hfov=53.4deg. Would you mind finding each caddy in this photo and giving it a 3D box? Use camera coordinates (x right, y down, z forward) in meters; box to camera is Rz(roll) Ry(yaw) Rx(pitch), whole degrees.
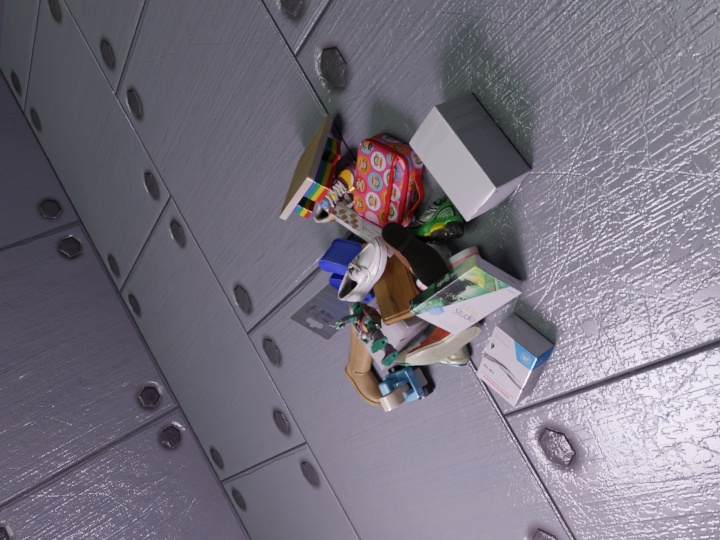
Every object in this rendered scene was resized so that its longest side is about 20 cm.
[{"bbox_3d":[-0.010,-0.009,1.818,0.198,0.105,0.142,17,147,44],"label":"caddy"}]

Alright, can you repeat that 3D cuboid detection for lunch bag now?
[{"bbox_3d":[0.070,-0.193,1.625,0.175,0.081,0.203,30,130,31],"label":"lunch bag"}]

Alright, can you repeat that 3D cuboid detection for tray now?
[{"bbox_3d":[0.074,0.016,1.679,0.097,0.037,0.203,-22,69,16],"label":"tray"}]

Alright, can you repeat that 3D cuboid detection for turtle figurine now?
[{"bbox_3d":[0.008,0.133,1.680,0.101,0.149,0.200,-54,44,8],"label":"turtle figurine"}]

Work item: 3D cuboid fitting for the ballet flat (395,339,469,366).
[{"bbox_3d":[0.171,0.194,1.724,0.197,0.067,0.064,-3,100,28],"label":"ballet flat"}]

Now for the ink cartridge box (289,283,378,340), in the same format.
[{"bbox_3d":[-0.060,0.103,1.862,0.160,0.200,0.051,23,147,41],"label":"ink cartridge box"}]

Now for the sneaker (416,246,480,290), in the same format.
[{"bbox_3d":[0.205,0.031,1.589,0.200,0.075,0.106,-34,78,50],"label":"sneaker"}]

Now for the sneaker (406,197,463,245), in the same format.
[{"bbox_3d":[0.167,-0.107,1.574,0.199,0.077,0.087,-14,64,61],"label":"sneaker"}]

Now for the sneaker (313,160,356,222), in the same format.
[{"bbox_3d":[-0.055,-0.186,1.772,0.075,0.089,0.201,50,142,18],"label":"sneaker"}]

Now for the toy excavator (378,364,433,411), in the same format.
[{"bbox_3d":[0.093,0.304,1.792,0.194,0.199,0.101,-31,87,54],"label":"toy excavator"}]

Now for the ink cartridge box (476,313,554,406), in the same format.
[{"bbox_3d":[0.327,0.209,1.553,0.116,0.066,0.202,39,137,29],"label":"ink cartridge box"}]

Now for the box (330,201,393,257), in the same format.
[{"bbox_3d":[0.009,-0.099,1.704,0.199,0.039,0.041,36,174,36],"label":"box"}]

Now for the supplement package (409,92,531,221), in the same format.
[{"bbox_3d":[0.212,-0.222,1.394,0.201,0.116,0.118,55,143,13],"label":"supplement package"}]

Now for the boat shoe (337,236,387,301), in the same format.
[{"bbox_3d":[0.000,0.000,1.653,0.201,0.065,0.073,-58,47,46],"label":"boat shoe"}]

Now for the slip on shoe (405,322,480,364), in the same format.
[{"bbox_3d":[0.187,0.159,1.650,0.199,0.074,0.062,-36,49,23],"label":"slip on shoe"}]

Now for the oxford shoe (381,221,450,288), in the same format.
[{"bbox_3d":[0.128,-0.024,1.568,0.200,0.071,0.071,47,174,16],"label":"oxford shoe"}]

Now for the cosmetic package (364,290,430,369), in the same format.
[{"bbox_3d":[0.097,0.147,1.770,0.090,0.106,0.201,50,143,24],"label":"cosmetic package"}]

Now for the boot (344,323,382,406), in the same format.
[{"bbox_3d":[0.021,0.253,1.968,0.175,0.066,0.202,38,136,30],"label":"boot"}]

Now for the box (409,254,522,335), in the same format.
[{"bbox_3d":[0.219,0.055,1.502,0.200,0.143,0.037,-40,38,36],"label":"box"}]

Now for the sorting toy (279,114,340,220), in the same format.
[{"bbox_3d":[-0.111,-0.239,1.748,0.069,0.201,0.200,24,148,-15],"label":"sorting toy"}]
